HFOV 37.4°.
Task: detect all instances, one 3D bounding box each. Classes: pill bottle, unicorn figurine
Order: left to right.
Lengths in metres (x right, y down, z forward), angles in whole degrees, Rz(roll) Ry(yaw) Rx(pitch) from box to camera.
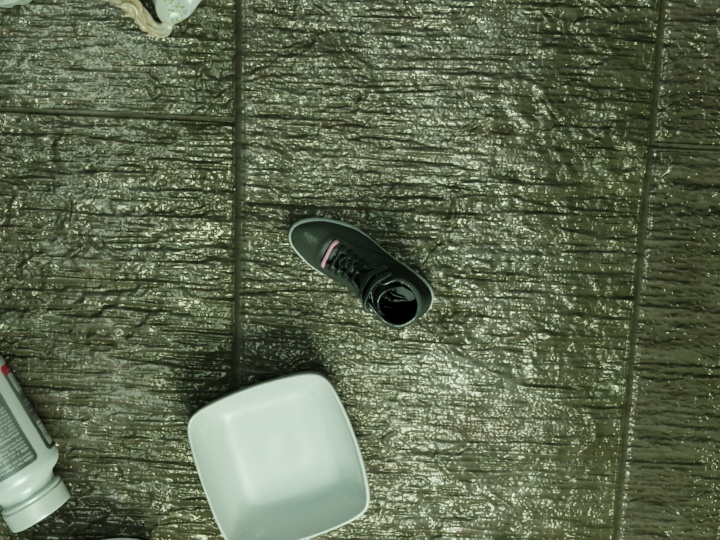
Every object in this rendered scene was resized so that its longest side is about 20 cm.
[{"bbox_3d":[-0.443,0.214,1.310,0.110,0.111,0.201,-28,97,6],"label":"pill bottle"},{"bbox_3d":[-0.192,-0.351,1.244,0.199,0.074,0.137,-38,105,21],"label":"unicorn figurine"}]

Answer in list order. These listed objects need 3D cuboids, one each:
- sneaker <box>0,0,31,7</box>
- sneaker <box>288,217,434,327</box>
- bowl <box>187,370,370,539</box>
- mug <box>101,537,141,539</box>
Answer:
[{"bbox_3d":[-0.488,-0.341,1.240,0.197,0.089,0.075,-3,100,4],"label":"sneaker"},{"bbox_3d":[0.000,0.000,1.270,0.199,0.099,0.071,30,100,-2],"label":"sneaker"},{"bbox_3d":[-0.097,0.228,1.320,0.198,0.075,0.202,-18,98,5],"label":"bowl"},{"bbox_3d":[-0.329,0.446,1.338,0.198,0.147,0.178,9,108,31],"label":"mug"}]
